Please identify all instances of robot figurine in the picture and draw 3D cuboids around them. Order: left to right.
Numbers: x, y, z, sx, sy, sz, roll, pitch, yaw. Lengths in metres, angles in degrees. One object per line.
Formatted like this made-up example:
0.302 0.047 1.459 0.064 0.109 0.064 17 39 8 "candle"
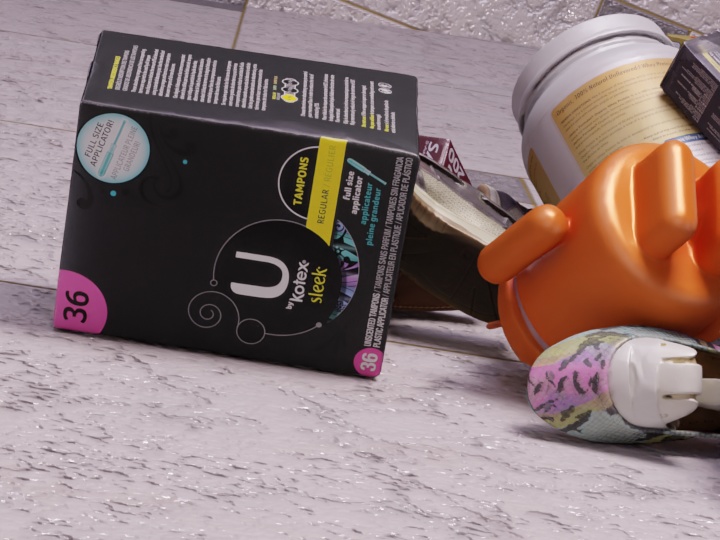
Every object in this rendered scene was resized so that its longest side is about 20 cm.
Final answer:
0.159 0.002 1.517 0.144 0.117 0.200 -25 -13 -39 "robot figurine"

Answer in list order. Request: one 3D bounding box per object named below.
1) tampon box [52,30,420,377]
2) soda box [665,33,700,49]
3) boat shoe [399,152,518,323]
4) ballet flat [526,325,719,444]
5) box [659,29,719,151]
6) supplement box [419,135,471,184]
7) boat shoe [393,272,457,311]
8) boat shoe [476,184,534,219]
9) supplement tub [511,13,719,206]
-0.074 -0.042 1.518 0.199 0.150 0.126 8 25 -3 "tampon box"
0.248 -0.068 1.847 0.064 0.201 0.068 18 13 40 "soda box"
0.031 -0.040 1.622 0.201 0.072 0.066 33 31 -1 "boat shoe"
0.194 0.069 1.445 0.199 0.069 0.071 8 -6 -24 "ballet flat"
0.321 -0.091 1.680 0.161 0.049 0.200 -21 60 -39 "box"
-0.025 -0.057 1.774 0.199 0.061 0.109 9 -22 20 "supplement box"
0.000 0.000 1.665 0.199 0.072 0.068 10 31 -19 "boat shoe"
0.109 -0.011 1.803 0.065 0.072 0.200 18 9 -10 "boat shoe"
0.197 -0.064 1.738 0.144 0.145 0.200 2 47 -33 "supplement tub"
